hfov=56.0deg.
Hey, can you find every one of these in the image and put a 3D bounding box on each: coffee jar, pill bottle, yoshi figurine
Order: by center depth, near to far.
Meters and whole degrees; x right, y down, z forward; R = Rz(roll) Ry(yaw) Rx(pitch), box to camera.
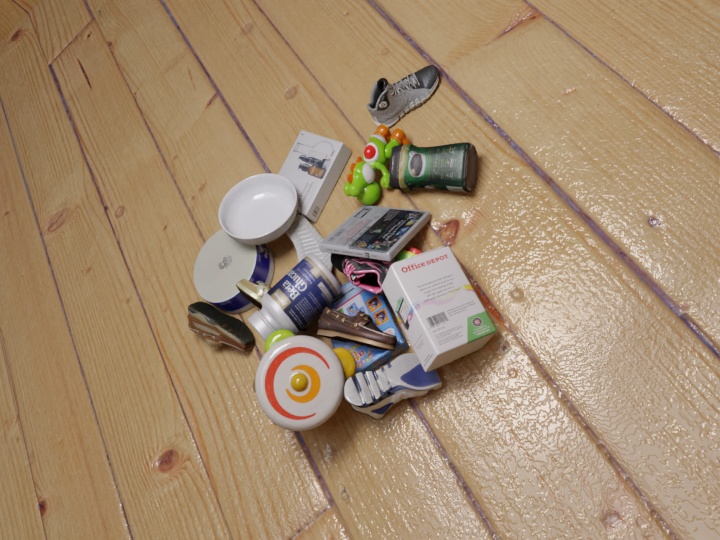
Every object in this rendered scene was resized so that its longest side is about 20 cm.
[{"bbox_3d":[-0.146,0.069,1.469,0.200,0.112,0.111,-43,55,-11],"label":"pill bottle"},{"bbox_3d":[0.157,-0.228,1.500,0.196,0.085,0.107,6,91,30],"label":"coffee jar"},{"bbox_3d":[0.035,-0.236,1.589,0.111,0.112,0.202,37,72,-5],"label":"yoshi figurine"}]

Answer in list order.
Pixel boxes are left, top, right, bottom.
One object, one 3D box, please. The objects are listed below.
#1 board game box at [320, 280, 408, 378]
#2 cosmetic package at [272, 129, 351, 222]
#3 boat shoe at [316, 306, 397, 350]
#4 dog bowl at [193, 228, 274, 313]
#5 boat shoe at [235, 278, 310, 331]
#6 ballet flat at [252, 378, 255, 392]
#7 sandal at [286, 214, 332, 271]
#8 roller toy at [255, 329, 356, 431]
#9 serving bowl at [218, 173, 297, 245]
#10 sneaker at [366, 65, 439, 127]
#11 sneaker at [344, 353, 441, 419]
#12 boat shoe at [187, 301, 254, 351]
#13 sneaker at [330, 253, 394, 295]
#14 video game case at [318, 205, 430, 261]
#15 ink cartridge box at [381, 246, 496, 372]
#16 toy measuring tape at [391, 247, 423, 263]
[{"bbox_3d":[0.001,0.117,1.474,0.150,0.037,0.203,-33,56,13],"label":"board game box"},{"bbox_3d":[-0.130,-0.238,1.691,0.149,0.052,0.204,22,81,36],"label":"cosmetic package"},{"bbox_3d":[-0.007,0.119,1.412,0.196,0.070,0.072,10,78,32],"label":"boat shoe"},{"bbox_3d":[-0.315,-0.003,1.677,0.195,0.079,0.205,-12,64,25],"label":"dog bowl"},{"bbox_3d":[-0.195,0.067,1.561,0.197,0.073,0.064,27,73,12],"label":"boat shoe"},{"bbox_3d":[-0.171,0.250,1.499,0.195,0.063,0.070,-1,70,29],"label":"ballet flat"},{"bbox_3d":[-0.117,-0.052,1.608,0.081,0.050,0.205,-26,59,-2],"label":"sandal"},{"bbox_3d":[-0.118,0.227,1.364,0.195,0.140,0.187,18,80,0],"label":"roller toy"},{"bbox_3d":[-0.239,-0.136,1.627,0.194,0.066,0.204,-7,53,9],"label":"serving bowl"},{"bbox_3d":[0.096,-0.432,1.606,0.199,0.115,0.076,-42,56,8],"label":"sneaker"},{"bbox_3d":[0.059,0.239,1.368,0.194,0.116,0.082,-14,62,-10],"label":"sneaker"},{"bbox_3d":[-0.341,0.148,1.640,0.197,0.075,0.076,28,111,26],"label":"boat shoe"},{"bbox_3d":[0.000,0.000,1.438,0.197,0.094,0.081,24,118,35],"label":"sneaker"},{"bbox_3d":[0.033,-0.085,1.480,0.178,0.024,0.200,8,33,31],"label":"video game case"},{"bbox_3d":[0.150,0.072,1.324,0.142,0.085,0.203,-17,65,-24],"label":"ink cartridge box"},{"bbox_3d":[0.079,-0.024,1.471,0.197,0.073,0.075,21,80,33],"label":"toy measuring tape"}]
